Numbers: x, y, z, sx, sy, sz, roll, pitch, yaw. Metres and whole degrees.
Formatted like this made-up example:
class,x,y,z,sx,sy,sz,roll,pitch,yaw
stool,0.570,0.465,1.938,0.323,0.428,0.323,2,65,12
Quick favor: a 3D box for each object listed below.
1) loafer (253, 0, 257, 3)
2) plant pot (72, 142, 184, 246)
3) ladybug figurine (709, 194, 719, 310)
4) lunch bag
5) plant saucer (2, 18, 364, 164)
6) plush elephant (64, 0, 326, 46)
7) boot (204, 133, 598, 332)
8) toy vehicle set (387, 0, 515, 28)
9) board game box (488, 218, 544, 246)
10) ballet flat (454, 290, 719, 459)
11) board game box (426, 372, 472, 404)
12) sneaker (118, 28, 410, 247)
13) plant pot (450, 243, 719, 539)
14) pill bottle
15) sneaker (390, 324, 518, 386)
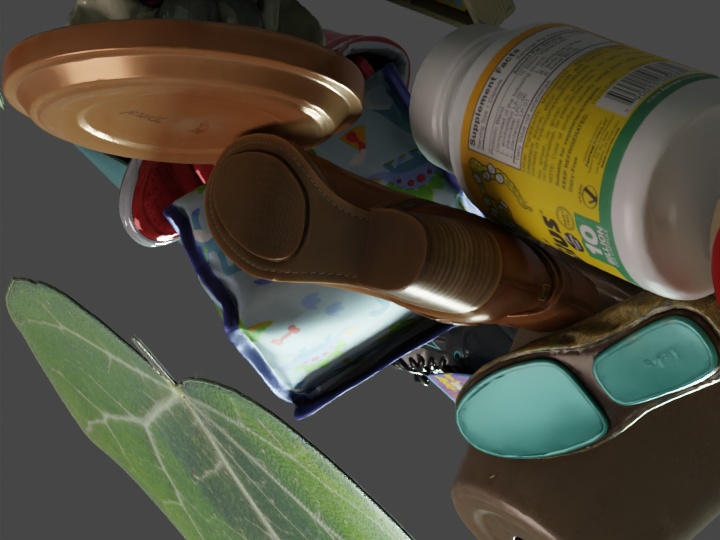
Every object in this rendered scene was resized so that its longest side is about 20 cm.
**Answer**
class,x,y,z,sx,sy,sz,roll,pitch,yaw
loafer,-0.077,-0.184,1.623,0.076,0.068,0.200,24,-174,-9
plant pot,-0.072,-0.066,1.782,0.141,0.141,0.200,27,161,50
ladybug figurine,0.229,0.005,1.225,0.135,0.072,0.201,10,144,14
lunch bag,0.000,0.000,1.563,0.128,0.169,0.200,60,-178,29
plant saucer,-0.097,-0.093,1.413,0.199,0.033,0.200,2,167,1
plush elephant,-0.098,-0.170,1.443,0.200,0.164,0.156,43,-142,-82
boot,0.023,-0.016,1.413,0.199,0.077,0.155,13,179,44
toy vehicle set,-0.004,-0.210,1.463,0.200,0.026,0.125,28,154,49
board game box,0.112,-0.015,1.633,0.105,0.023,0.200,40,162,17
ballet flat,0.134,0.050,1.380,0.071,0.071,0.200,50,137,-12
board game box,0.127,0.123,1.723,0.157,0.039,0.200,14,166,24
sneaker,-0.054,-0.084,1.585,0.112,0.200,0.071,8,135,53
plant pot,0.147,0.097,1.497,0.200,0.175,0.200,34,162,12
pill bottle,0.117,-0.066,1.343,0.200,0.113,0.113,27,154,48
sneaker,0.066,0.051,1.756,0.075,0.079,0.200,43,176,-37
